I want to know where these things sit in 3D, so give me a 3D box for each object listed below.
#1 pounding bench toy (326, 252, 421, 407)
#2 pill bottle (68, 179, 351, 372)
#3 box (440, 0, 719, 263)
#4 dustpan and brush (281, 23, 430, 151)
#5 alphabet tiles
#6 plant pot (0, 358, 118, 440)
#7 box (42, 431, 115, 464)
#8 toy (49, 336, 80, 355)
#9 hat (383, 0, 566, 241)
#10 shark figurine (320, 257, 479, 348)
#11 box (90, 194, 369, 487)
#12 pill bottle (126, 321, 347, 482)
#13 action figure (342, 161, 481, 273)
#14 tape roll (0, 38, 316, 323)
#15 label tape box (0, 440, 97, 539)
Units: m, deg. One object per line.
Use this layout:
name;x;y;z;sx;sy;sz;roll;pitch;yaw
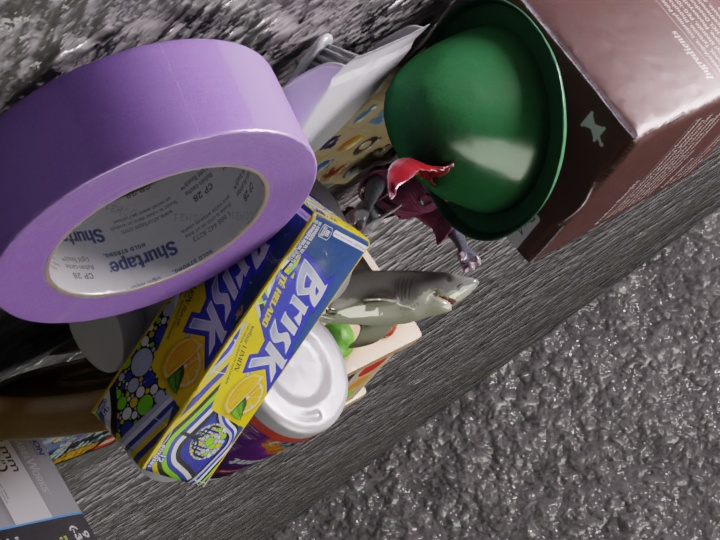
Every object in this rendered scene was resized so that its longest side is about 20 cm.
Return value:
pounding bench toy;-0.071;0.072;1.421;0.200;0.124;0.156;-24;164;-37
pill bottle;-0.109;0.005;1.100;0.200;0.111;0.111;-25;165;-37
box;0.177;-0.142;1.140;0.200;0.164;0.166;-26;163;-36
dustpan and brush;-0.054;-0.098;1.017;0.200;0.057;0.140;-49;174;29
alphabet tiles;0.021;-0.121;1.206;0.166;0.006;0.200;-38;167;19
plant pot;-0.192;0.087;1.137;0.200;0.028;0.200;-8;-174;1
box;-0.259;0.129;1.352;0.137;0.040;0.200;-41;166;33
toy;-0.153;0.039;1.265;0.115;0.047;0.200;-38;167;23
hat;0.022;-0.097;1.007;0.176;0.166;0.200;-8;166;-32
shark figurine;-0.022;0.003;1.299;0.214;0.090;0.128;9;150;-36
box;-0.085;0.038;1.000;0.064;0.070;0.200;26;100;-50
pill bottle;-0.113;0.111;1.282;0.200;0.112;0.111;-29;174;43
action figure;0.059;-0.085;1.278;0.200;0.149;0.134;-21;146;32
tape roll;-0.128;-0.048;0.888;0.200;0.066;0.200;-23;160;-9
label tape box;-0.260;0.185;1.162;0.066;0.143;0.200;-41;163;23
